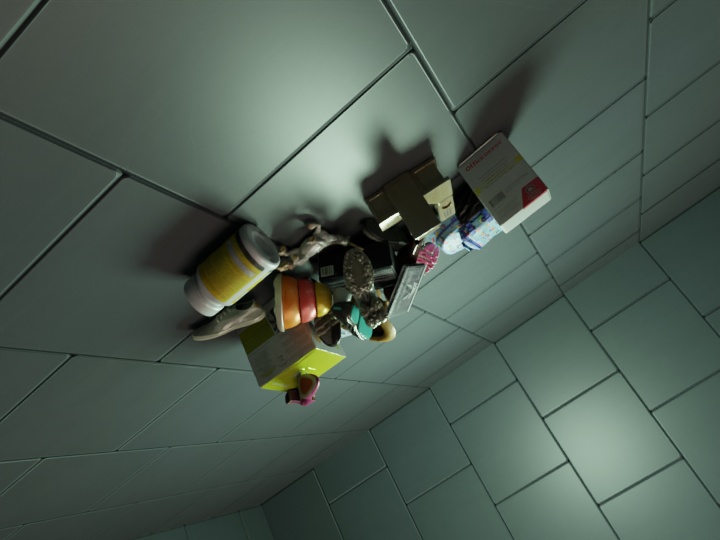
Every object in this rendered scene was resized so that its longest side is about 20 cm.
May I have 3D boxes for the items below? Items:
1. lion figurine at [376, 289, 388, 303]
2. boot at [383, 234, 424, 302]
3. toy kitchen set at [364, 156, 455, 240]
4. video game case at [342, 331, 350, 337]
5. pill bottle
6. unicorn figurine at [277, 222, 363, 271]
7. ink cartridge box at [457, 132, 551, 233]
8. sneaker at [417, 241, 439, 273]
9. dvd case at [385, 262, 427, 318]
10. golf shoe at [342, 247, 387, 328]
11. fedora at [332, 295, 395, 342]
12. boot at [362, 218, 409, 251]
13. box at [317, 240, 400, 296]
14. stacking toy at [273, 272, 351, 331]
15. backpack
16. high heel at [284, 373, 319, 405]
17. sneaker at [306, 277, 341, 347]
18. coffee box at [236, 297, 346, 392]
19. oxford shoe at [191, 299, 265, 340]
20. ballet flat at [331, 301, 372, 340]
[{"bbox_3d":[0.040,0.073,1.603,0.072,0.202,0.123,-28,-170,23],"label":"lion figurine"},{"bbox_3d":[0.125,-0.024,1.527,0.168,0.071,0.202,110,1,-52],"label":"boot"},{"bbox_3d":[0.148,-0.129,1.345,0.198,0.165,0.181,-31,155,2],"label":"toy kitchen set"},{"bbox_3d":[-0.074,0.185,1.832,0.197,0.022,0.183,-13,149,-33],"label":"video game case"},{"bbox_3d":[-0.281,0.003,1.172,0.199,0.115,0.114,-38,154,14],"label":"pill bottle"},{"bbox_3d":[-0.110,-0.061,1.311,0.197,0.075,0.137,-21,166,14],"label":"unicorn figurine"},{"bbox_3d":[0.363,-0.223,1.372,0.144,0.202,0.083,-38,157,17],"label":"ink cartridge box"},{"bbox_3d":[0.175,-0.016,1.681,0.073,0.088,0.202,25,117,-10],"label":"sneaker"},{"bbox_3d":[0.127,0.052,1.502,0.199,0.016,0.151,-5,117,-67],"label":"dvd case"},{"bbox_3d":[0.002,0.042,1.344,0.077,0.204,0.097,-18,-173,-6],"label":"golf shoe"},{"bbox_3d":[0.019,0.120,1.526,0.083,0.198,0.202,-60,170,-31],"label":"fedora"},{"bbox_3d":[0.037,-0.065,1.462,0.130,0.069,0.199,-36,153,25],"label":"boot"},{"bbox_3d":[0.000,0.000,1.444,0.196,0.080,0.141,-11,154,10],"label":"box"},{"bbox_3d":[-0.121,0.078,1.381,0.195,0.149,0.147,-2,150,-5],"label":"stacking toy"},{"bbox_3d":[0.290,-0.123,1.542,0.199,0.136,0.182,-39,154,13],"label":"backpack"},{"bbox_3d":[-0.133,0.327,1.503,0.094,0.069,0.200,3,156,-31],"label":"high heel"},{"bbox_3d":[-0.095,0.120,1.496,0.074,0.203,0.116,-25,163,4],"label":"sneaker"},{"bbox_3d":[-0.194,0.205,1.530,0.199,0.200,0.199,-35,154,11],"label":"coffee box"},{"bbox_3d":[-0.344,0.125,1.397,0.196,0.075,0.059,-21,113,-3],"label":"oxford shoe"},{"bbox_3d":[-0.024,0.124,1.395,0.067,0.069,0.201,6,156,20],"label":"ballet flat"}]
